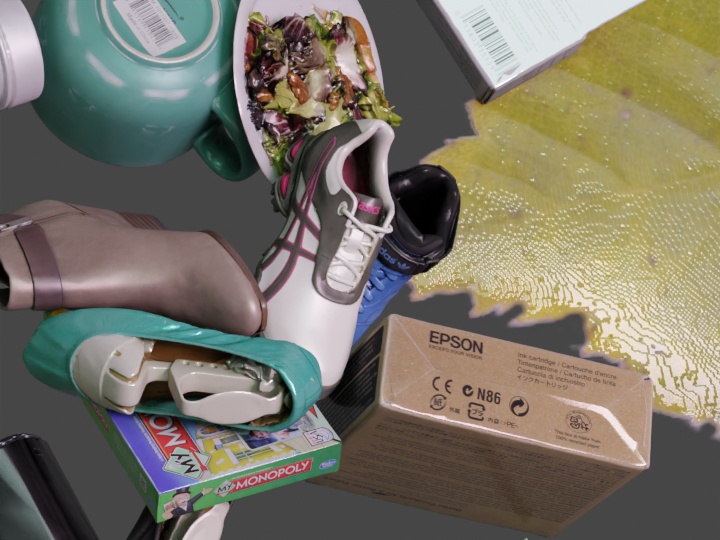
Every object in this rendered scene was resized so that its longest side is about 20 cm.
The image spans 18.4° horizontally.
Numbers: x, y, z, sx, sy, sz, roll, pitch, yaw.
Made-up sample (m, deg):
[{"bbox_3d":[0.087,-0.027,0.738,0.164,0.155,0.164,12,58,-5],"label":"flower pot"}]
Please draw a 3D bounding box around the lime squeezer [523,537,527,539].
[{"bbox_3d":[0.036,0.230,1.567,0.200,0.038,0.071,-3,74,-20],"label":"lime squeezer"}]

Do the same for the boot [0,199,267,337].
[{"bbox_3d":[-0.174,0.005,1.509,0.146,0.200,0.070,-8,113,-34],"label":"boot"}]

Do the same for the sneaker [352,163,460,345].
[{"bbox_3d":[-0.001,-0.001,1.602,0.077,0.111,0.200,44,62,0],"label":"sneaker"}]

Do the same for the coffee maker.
[{"bbox_3d":[-0.193,0.208,1.433,0.192,0.135,0.200,-28,80,-24],"label":"coffee maker"}]

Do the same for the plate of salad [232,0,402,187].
[{"bbox_3d":[-0.027,-0.137,1.628,0.200,0.048,0.200,13,74,-57],"label":"plate of salad"}]

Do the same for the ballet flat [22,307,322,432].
[{"bbox_3d":[-0.125,0.067,1.444,0.200,0.070,0.067,6,111,1],"label":"ballet flat"}]

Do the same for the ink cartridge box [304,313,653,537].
[{"bbox_3d":[0.080,0.112,1.558,0.200,0.165,0.075,14,63,-16],"label":"ink cartridge box"}]

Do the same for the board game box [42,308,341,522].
[{"bbox_3d":[-0.117,0.080,1.516,0.134,0.029,0.200,-14,43,-26],"label":"board game box"}]

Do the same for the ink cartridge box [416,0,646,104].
[{"bbox_3d":[0.120,-0.259,1.765,0.173,0.044,0.200,-30,82,-14],"label":"ink cartridge box"}]

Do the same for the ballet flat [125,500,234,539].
[{"bbox_3d":[-0.103,0.149,1.527,0.068,0.068,0.200,38,60,-31],"label":"ballet flat"}]

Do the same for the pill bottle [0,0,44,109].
[{"bbox_3d":[-0.325,-0.131,1.530,0.200,0.111,0.112,-19,77,-26],"label":"pill bottle"}]

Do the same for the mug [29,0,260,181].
[{"bbox_3d":[-0.143,-0.161,1.608,0.185,0.114,0.152,13,66,-15],"label":"mug"}]

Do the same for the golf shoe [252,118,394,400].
[{"bbox_3d":[-0.022,-0.013,1.515,0.077,0.088,0.200,19,62,-30],"label":"golf shoe"}]
